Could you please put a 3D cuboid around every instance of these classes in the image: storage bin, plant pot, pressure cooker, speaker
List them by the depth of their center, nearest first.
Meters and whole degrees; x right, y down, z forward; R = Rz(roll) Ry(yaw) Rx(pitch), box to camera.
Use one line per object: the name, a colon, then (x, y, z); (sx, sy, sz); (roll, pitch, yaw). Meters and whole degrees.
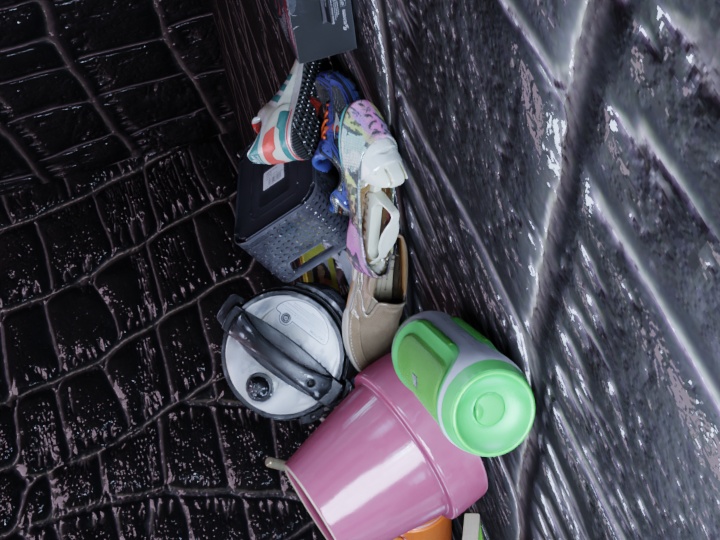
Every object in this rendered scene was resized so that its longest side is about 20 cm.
speaker: (0.086, 0.095, 0.782); (0.200, 0.087, 0.090); (-138, 32, -74)
plant pot: (0.018, 0.225, 0.992); (0.201, 0.178, 0.201); (52, 164, 21)
storage bin: (-0.086, -0.103, 1.140); (0.094, 0.134, 0.201); (42, -151, -36)
pressure cooker: (-0.090, 0.108, 1.141); (0.200, 0.173, 0.181); (-1, -96, -82)

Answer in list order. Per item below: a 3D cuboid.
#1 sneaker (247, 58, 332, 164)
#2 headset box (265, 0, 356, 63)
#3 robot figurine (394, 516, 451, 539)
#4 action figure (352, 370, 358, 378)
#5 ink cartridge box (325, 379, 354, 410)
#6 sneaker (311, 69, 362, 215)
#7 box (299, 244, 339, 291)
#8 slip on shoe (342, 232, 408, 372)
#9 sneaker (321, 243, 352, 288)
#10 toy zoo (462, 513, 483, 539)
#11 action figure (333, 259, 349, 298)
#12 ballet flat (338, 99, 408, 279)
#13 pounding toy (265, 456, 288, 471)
sneaker: (-0.096, -0.215, 1.110); (0.070, 0.092, 0.202); (52, -143, -43)
headset box: (-0.067, -0.342, 0.975); (0.201, 0.074, 0.150); (-115, 12, -47)
robot figurine: (0.073, 0.338, 1.221); (0.116, 0.143, 0.202); (40, 147, 41)
action figure: (0.024, 0.165, 1.268); (0.120, 0.101, 0.200); (67, 174, -29)
ink cartridge box: (-0.029, 0.151, 1.494); (0.200, 0.124, 0.130); (95, 157, -67)
sneaker: (-0.025, -0.155, 1.042); (0.076, 0.077, 0.202); (96, 158, -66)
box: (-0.069, -0.012, 1.362); (0.075, 0.049, 0.203); (151, 107, -80)
slip on shoe: (0.026, 0.040, 1.055); (0.060, 0.075, 0.203); (24, 112, 53)
sneaker: (0.000, 0.000, 1.186); (0.200, 0.074, 0.116); (171, 85, -78)
toy zoo: (0.142, 0.418, 1.060); (0.132, 0.020, 0.202); (-73, -24, -55)
action figure: (-0.006, 0.010, 1.345); (0.200, 0.054, 0.119); (-131, 29, -62)
ballet flat: (0.018, -0.082, 0.939); (0.071, 0.069, 0.202); (32, 131, 46)
pounding toy: (-0.016, 0.310, 1.319); (0.141, 0.200, 0.186); (14, 131, 33)
